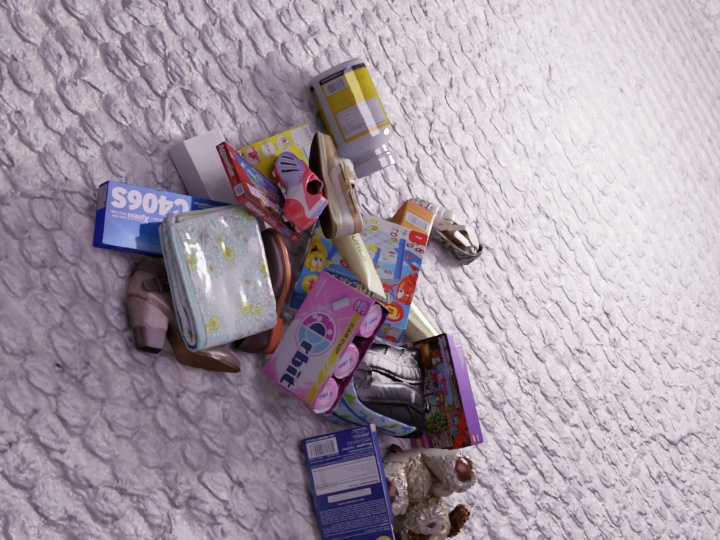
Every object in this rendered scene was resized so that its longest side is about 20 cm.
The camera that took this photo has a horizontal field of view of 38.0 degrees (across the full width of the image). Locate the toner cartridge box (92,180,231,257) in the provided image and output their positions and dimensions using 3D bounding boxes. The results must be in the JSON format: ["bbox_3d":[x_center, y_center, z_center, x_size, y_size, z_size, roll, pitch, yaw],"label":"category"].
[{"bbox_3d":[-0.293,-0.068,1.561,0.199,0.043,0.096,9,81,-32],"label":"toner cartridge box"}]

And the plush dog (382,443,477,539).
[{"bbox_3d":[0.094,0.394,1.774,0.198,0.160,0.173,-14,101,-19],"label":"plush dog"}]

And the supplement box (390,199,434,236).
[{"bbox_3d":[0.077,-0.032,1.918,0.068,0.067,0.201,29,50,-11],"label":"supplement box"}]

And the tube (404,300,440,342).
[{"bbox_3d":[0.090,0.086,1.926,0.200,0.052,0.058,50,7,-10],"label":"tube"}]

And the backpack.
[{"bbox_3d":[0.014,0.195,1.753,0.200,0.153,0.165,28,56,-61],"label":"backpack"}]

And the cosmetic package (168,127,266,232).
[{"bbox_3d":[-0.225,-0.120,1.678,0.082,0.050,0.201,-30,97,-43],"label":"cosmetic package"}]

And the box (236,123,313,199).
[{"bbox_3d":[-0.144,-0.168,1.782,0.200,0.048,0.118,-29,98,-49],"label":"box"}]

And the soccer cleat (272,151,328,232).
[{"bbox_3d":[-0.093,-0.140,1.690,0.067,0.076,0.201,42,21,-31],"label":"soccer cleat"}]

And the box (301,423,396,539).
[{"bbox_3d":[-0.016,0.356,1.667,0.032,0.120,0.202,30,48,-75],"label":"box"}]

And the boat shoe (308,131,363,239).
[{"bbox_3d":[-0.040,-0.138,1.709,0.066,0.074,0.201,-1,61,-19],"label":"boat shoe"}]

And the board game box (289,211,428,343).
[{"bbox_3d":[0.000,0.000,1.790,0.198,0.056,0.197,18,57,-4],"label":"board game box"}]

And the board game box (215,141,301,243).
[{"bbox_3d":[-0.155,-0.118,1.621,0.104,0.019,0.200,67,12,24],"label":"board game box"}]

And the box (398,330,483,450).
[{"bbox_3d":[0.135,0.220,1.853,0.039,0.136,0.202,-3,77,-46],"label":"box"}]

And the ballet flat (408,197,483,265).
[{"bbox_3d":[0.173,-0.086,2.054,0.200,0.072,0.072,39,51,-29],"label":"ballet flat"}]

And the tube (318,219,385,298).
[{"bbox_3d":[-0.017,-0.042,1.734,0.058,0.052,0.201,-13,63,-33],"label":"tube"}]

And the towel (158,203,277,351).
[{"bbox_3d":[-0.205,0.005,1.544,0.170,0.048,0.202,-15,94,-46],"label":"towel"}]

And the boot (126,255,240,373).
[{"bbox_3d":[-0.258,0.062,1.565,0.199,0.070,0.147,22,60,-37],"label":"boot"}]

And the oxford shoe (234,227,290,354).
[{"bbox_3d":[-0.160,0.032,1.648,0.072,0.071,0.202,5,88,-39],"label":"oxford shoe"}]

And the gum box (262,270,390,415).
[{"bbox_3d":[-0.056,0.118,1.651,0.201,0.113,0.066,-59,149,-4],"label":"gum box"}]

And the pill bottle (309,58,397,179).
[{"bbox_3d":[-0.008,-0.274,1.909,0.112,0.112,0.201,-27,95,-47],"label":"pill bottle"}]
